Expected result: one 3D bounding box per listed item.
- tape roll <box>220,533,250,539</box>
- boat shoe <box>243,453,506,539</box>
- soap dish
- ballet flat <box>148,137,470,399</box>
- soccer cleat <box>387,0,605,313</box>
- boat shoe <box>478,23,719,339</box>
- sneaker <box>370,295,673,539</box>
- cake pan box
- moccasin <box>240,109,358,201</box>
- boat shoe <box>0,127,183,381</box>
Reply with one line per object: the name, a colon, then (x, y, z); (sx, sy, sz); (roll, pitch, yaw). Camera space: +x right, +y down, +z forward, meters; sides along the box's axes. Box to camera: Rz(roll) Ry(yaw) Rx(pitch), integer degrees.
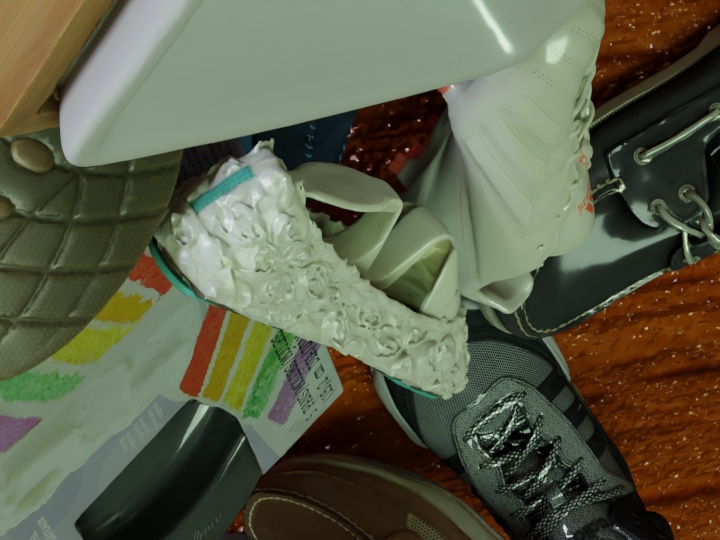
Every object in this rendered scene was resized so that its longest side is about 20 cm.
tape roll: (-0.074, 0.212, 1.181); (0.200, 0.066, 0.200); (-14, 132, -17)
boat shoe: (0.028, 0.142, 1.089); (0.072, 0.200, 0.076); (-40, 146, -40)
soap dish: (-0.004, -0.112, 0.781); (0.200, 0.081, 0.157); (-15, 160, -35)
ballet flat: (0.000, 0.000, 0.966); (0.072, 0.072, 0.200); (-44, 152, 13)
soccer cleat: (0.062, -0.046, 0.977); (0.069, 0.078, 0.200); (-50, 177, -26)
boat shoe: (0.134, -0.038, 1.066); (0.200, 0.063, 0.073); (-41, 132, -1)
sneaker: (0.080, 0.089, 1.122); (0.075, 0.114, 0.200); (-36, 134, 5)
cake pan box: (-0.101, 0.047, 0.984); (0.184, 0.052, 0.200); (-44, 144, -20)
moccasin: (0.006, -0.105, 0.938); (0.068, 0.080, 0.200); (20, 126, 8)
boat shoe: (-0.101, -0.054, 0.891); (0.072, 0.068, 0.200); (34, 74, -35)
